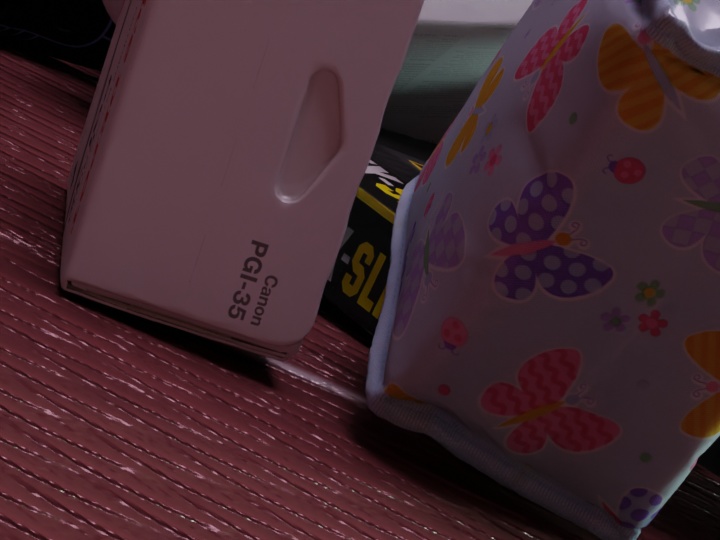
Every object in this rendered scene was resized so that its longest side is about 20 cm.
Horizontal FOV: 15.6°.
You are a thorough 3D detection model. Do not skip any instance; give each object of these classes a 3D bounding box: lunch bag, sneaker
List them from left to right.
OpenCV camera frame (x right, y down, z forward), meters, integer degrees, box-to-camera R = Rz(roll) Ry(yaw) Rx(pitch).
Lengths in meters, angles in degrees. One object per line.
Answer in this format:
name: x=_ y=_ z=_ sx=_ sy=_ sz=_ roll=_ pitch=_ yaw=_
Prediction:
sneaker: x=-0.178 y=-0.144 z=1.310 sx=0.200 sy=0.070 sz=0.078 roll=23 pitch=21 yaw=-9
lunch bag: x=0.097 y=-0.040 z=0.854 sx=0.127 sy=0.170 sz=0.200 roll=28 pitch=29 yaw=-13

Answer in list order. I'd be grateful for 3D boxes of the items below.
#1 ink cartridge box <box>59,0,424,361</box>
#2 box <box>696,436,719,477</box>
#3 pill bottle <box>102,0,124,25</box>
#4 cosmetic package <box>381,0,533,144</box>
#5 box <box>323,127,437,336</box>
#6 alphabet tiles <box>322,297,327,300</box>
ink cartridge box: x=-0.044 y=-0.068 z=0.904 sx=0.083 sy=0.147 sz=0.200 roll=18 pitch=9 yaw=-9
box: x=0.209 y=0.072 z=0.958 sx=0.200 sy=0.044 sz=0.160 roll=32 pitch=19 yaw=-6
pill bottle: x=-0.016 y=-0.161 z=1.255 sx=0.200 sy=0.120 sz=0.120 roll=2 pitch=20 yaw=-32
cosmetic package: x=0.014 y=-0.101 z=1.172 sx=0.200 sy=0.052 sz=0.151 roll=-1 pitch=-20 yaw=-28
box: x=0.041 y=-0.002 z=1.050 sx=0.160 sy=0.049 sz=0.200 roll=12 pitch=19 yaw=-44
alphabet tiles: x=0.000 y=0.000 z=1.108 sx=0.200 sy=0.006 sz=0.166 roll=22 pitch=9 yaw=-18
